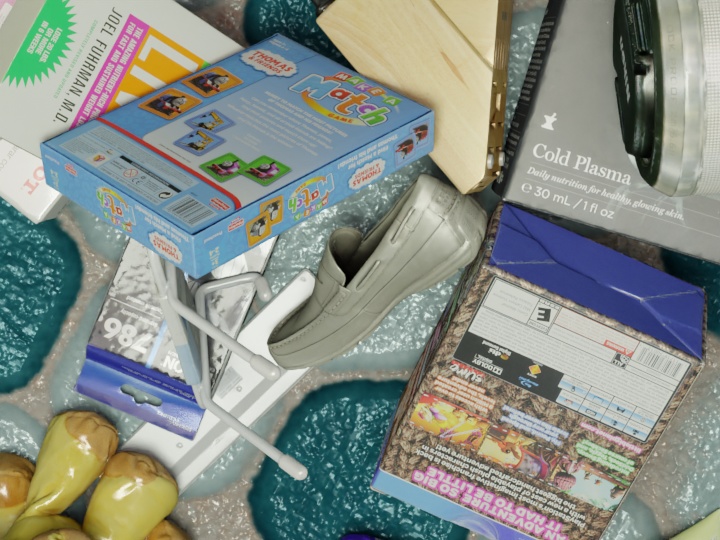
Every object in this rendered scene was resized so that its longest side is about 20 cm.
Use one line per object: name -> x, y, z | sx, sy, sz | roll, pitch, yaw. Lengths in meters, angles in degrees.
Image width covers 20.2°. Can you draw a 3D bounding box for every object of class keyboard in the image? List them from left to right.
keyboard -> -0.092, 0.086, 1.461 | 0.200, 0.011, 0.056 | -44, 89, 5

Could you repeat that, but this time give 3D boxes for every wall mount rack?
wall mount rack -> -0.088, 0.038, 1.314 | 0.074, 0.200, 0.174 | -11, 52, 2

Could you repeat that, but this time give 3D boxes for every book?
book -> -0.155, -0.119, 1.323 | 0.200, 0.048, 0.134 | 29, 89, -46

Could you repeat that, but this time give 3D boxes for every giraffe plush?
giraffe plush -> -0.223, 0.209, 1.392 | 0.173, 0.162, 0.200 | 42, 97, 0

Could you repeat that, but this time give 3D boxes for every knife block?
knife block -> 0.012, -0.156, 1.345 | 0.175, 0.064, 0.200 | 5, 95, 14

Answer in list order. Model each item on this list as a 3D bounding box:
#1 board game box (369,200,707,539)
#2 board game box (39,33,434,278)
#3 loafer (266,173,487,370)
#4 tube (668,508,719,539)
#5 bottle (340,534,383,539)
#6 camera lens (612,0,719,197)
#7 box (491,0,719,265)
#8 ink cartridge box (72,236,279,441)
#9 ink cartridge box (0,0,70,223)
board game box -> 0.122, 0.082, 1.377 | 0.159, 0.097, 0.200 | 24, 120, -2
board game box -> -0.076, -0.078, 1.273 | 0.200, 0.151, 0.037 | -30, 134, -33
loafer -> 0.000, 0.000, 1.381 | 0.070, 0.070, 0.200 | 40, 123, -18
tube -> 0.193, 0.238, 1.429 | 0.200, 0.052, 0.058 | -20, 139, -27
bottle -> 0.070, 0.254, 1.449 | 0.200, 0.065, 0.084 | 17, 92, -2
camera lens -> 0.260, -0.129, 1.234 | 0.200, 0.160, 0.160 | -4, 97, 0
box -> 0.213, -0.116, 1.378 | 0.200, 0.124, 0.197 | 16, 95, -1
ink cartridge box -> -0.127, 0.016, 1.433 | 0.099, 0.039, 0.200 | 21, 95, -1
ink cartridge box -> -0.248, -0.149, 1.396 | 0.200, 0.085, 0.145 | 39, 94, -5
